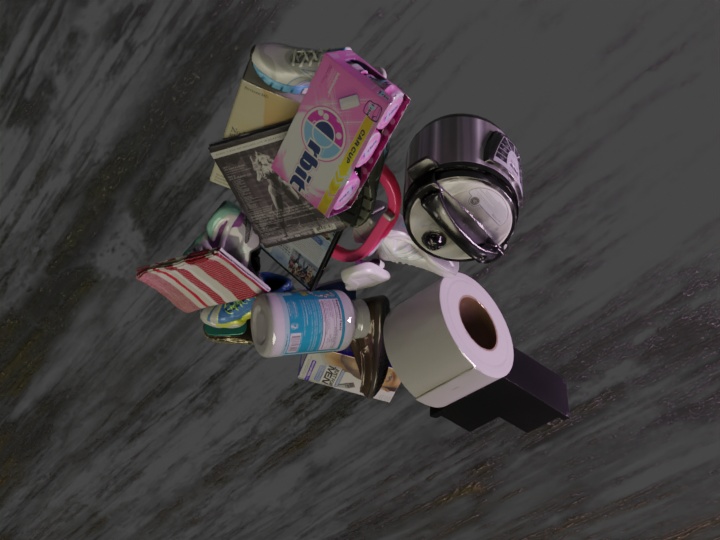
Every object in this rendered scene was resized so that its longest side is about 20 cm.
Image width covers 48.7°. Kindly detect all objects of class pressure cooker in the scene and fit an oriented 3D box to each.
[{"bbox_3d":[0.149,-0.110,1.181,0.174,0.201,0.180,8,134,0],"label":"pressure cooker"}]

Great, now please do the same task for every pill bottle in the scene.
[{"bbox_3d":[-0.085,0.090,1.395,0.198,0.111,0.111,-2,141,-29],"label":"pill bottle"}]

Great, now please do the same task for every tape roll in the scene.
[{"bbox_3d":[0.157,0.122,1.408,0.202,0.204,0.139,37,127,-27],"label":"tape roll"}]

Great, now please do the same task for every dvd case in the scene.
[{"bbox_3d":[-0.100,-0.074,1.328,0.142,0.018,0.201,40,133,12],"label":"dvd case"},{"bbox_3d":[-0.124,-0.128,1.220,0.147,0.016,0.201,-12,128,20],"label":"dvd case"}]

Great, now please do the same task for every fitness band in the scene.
[{"bbox_3d":[-0.015,-0.100,1.280,0.144,0.037,0.200,44,133,9],"label":"fitness band"}]

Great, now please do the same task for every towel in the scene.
[{"bbox_3d":[-0.275,0.022,1.385,0.198,0.023,0.144,-13,143,31],"label":"towel"}]

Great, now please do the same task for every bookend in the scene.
[{"bbox_3d":[0.278,0.256,1.599,0.199,0.093,0.198,31,132,-24],"label":"bookend"}]

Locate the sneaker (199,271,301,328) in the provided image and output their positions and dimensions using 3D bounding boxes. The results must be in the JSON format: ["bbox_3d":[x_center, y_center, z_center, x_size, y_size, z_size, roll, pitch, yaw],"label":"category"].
[{"bbox_3d":[-0.207,0.044,1.460,0.198,0.076,0.105,-11,143,1],"label":"sneaker"}]

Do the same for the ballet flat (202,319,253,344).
[{"bbox_3d":[-0.208,0.118,1.556,0.198,0.069,0.075,-1,156,16],"label":"ballet flat"}]

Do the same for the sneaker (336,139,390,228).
[{"bbox_3d":[0.011,-0.151,1.175,0.075,0.079,0.201,29,132,16],"label":"sneaker"}]

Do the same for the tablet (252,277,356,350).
[{"bbox_3d":[-0.100,0.078,1.465,0.198,0.014,0.131,-15,134,-18],"label":"tablet"}]

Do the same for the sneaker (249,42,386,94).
[{"bbox_3d":[-0.054,-0.288,1.115,0.198,0.076,0.087,13,148,-17],"label":"sneaker"}]

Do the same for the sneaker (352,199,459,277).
[{"bbox_3d":[0.077,-0.044,1.355,0.199,0.071,0.080,30,136,-11],"label":"sneaker"}]

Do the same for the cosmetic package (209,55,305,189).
[{"bbox_3d":[-0.153,-0.211,1.210,0.104,0.071,0.201,18,134,-10],"label":"cosmetic package"}]

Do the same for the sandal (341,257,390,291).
[{"bbox_3d":[0.007,-0.002,1.366,0.082,0.050,0.203,-13,172,1],"label":"sandal"}]

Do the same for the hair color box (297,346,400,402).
[{"bbox_3d":[-0.016,0.186,1.589,0.198,0.065,0.110,15,133,-9],"label":"hair color box"}]

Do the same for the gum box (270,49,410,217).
[{"bbox_3d":[-0.027,-0.188,1.076,0.113,0.066,0.201,41,124,14],"label":"gum box"}]

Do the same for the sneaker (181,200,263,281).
[{"bbox_3d":[-0.232,-0.014,1.392,0.140,0.078,0.200,38,129,-9],"label":"sneaker"}]

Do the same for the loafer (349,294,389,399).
[{"bbox_3d":[0.014,0.142,1.503,0.070,0.073,0.202,7,99,18],"label":"loafer"}]
